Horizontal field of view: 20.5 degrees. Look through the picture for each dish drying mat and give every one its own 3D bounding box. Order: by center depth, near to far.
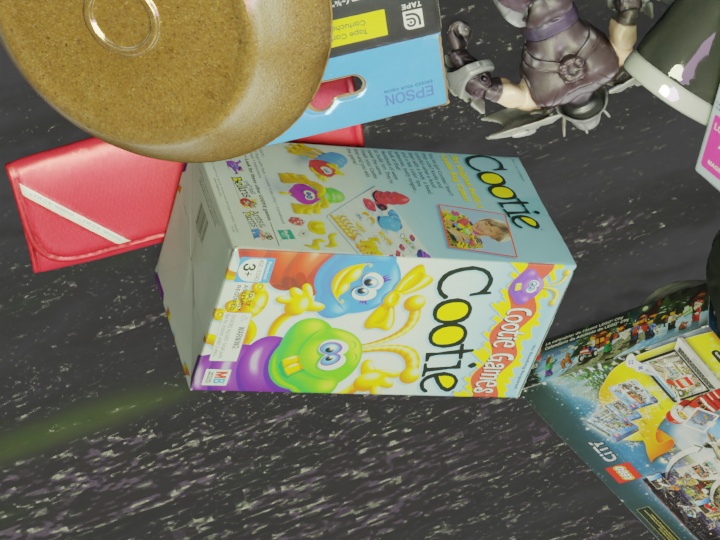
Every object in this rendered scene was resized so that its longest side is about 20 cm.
[{"bbox_3d":[-0.095,-0.054,1.125,0.200,0.018,0.077,-15,121,-8],"label":"dish drying mat"}]

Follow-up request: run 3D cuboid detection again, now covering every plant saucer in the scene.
[{"bbox_3d":[-0.113,-0.133,1.001,0.200,0.035,0.200,11,126,16],"label":"plant saucer"}]

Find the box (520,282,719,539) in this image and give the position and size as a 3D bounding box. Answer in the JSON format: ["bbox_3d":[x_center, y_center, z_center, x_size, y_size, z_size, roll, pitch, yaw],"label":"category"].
[{"bbox_3d":[0.210,0.100,1.257,0.137,0.038,0.200,-21,129,32],"label":"box"}]

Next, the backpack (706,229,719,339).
[{"bbox_3d":[0.304,-0.013,1.061,0.200,0.167,0.127,-6,85,-30],"label":"backpack"}]

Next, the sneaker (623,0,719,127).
[{"bbox_3d":[0.230,-0.125,1.113,0.200,0.071,0.099,9,122,-55],"label":"sneaker"}]

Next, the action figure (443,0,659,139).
[{"bbox_3d":[0.099,-0.152,1.101,0.130,0.069,0.200,-31,127,-6],"label":"action figure"}]

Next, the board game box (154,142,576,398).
[{"bbox_3d":[0.000,0.000,1.118,0.200,0.105,0.103,3,129,-22],"label":"board game box"}]

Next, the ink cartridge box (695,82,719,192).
[{"bbox_3d":[0.248,-0.135,1.033,0.119,0.042,0.200,-22,138,-29],"label":"ink cartridge box"}]

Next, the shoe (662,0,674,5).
[{"bbox_3d":[0.203,-0.241,1.076,0.091,0.071,0.200,-11,121,-11],"label":"shoe"}]

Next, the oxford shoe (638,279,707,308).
[{"bbox_3d":[0.260,0.064,1.275,0.200,0.058,0.075,27,111,-26],"label":"oxford shoe"}]

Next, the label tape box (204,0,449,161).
[{"bbox_3d":[-0.039,-0.173,1.047,0.144,0.063,0.200,-13,122,-8],"label":"label tape box"}]
